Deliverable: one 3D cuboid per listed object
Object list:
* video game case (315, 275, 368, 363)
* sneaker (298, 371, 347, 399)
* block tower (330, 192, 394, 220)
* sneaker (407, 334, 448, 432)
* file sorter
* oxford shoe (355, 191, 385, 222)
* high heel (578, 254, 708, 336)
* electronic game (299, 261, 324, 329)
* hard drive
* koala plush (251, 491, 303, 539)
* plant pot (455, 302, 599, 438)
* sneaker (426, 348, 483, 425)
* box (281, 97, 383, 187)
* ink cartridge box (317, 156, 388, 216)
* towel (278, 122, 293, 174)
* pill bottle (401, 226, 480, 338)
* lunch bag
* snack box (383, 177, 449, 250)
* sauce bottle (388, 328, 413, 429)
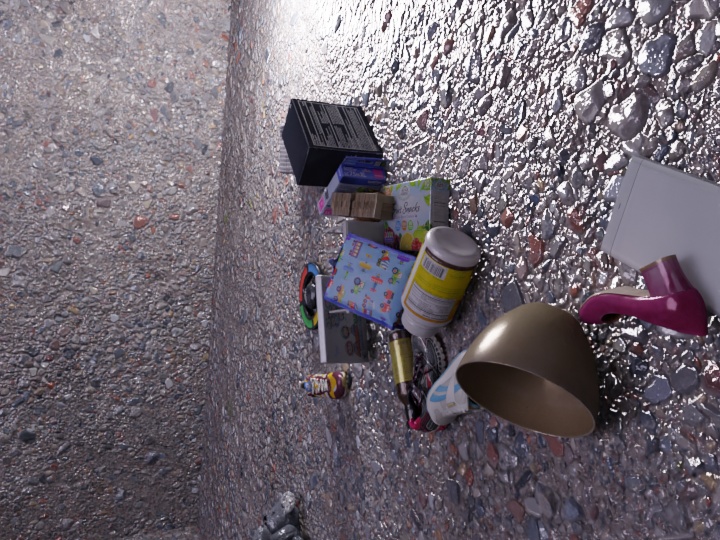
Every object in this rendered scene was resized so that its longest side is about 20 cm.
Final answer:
[{"bbox_3d":[-0.042,0.121,1.496,0.023,0.181,0.204,-11,78,32],"label":"video game case"},{"bbox_3d":[-0.105,0.320,1.709,0.200,0.088,0.077,148,119,-61],"label":"sneaker"},{"bbox_3d":[0.003,-0.145,1.393,0.199,0.057,0.055,14,98,59],"label":"block tower"},{"bbox_3d":[0.128,0.217,1.236,0.080,0.073,0.204,144,123,-59],"label":"sneaker"},{"bbox_3d":[0.000,0.000,1.428,0.124,0.136,0.205,-14,77,59],"label":"file sorter"},{"bbox_3d":[0.010,-0.134,1.503,0.200,0.070,0.073,131,132,-56],"label":"oxford shoe"},{"bbox_3d":[0.348,0.060,0.778,0.200,0.066,0.098,127,129,-61],"label":"high heel"},{"bbox_3d":[-0.145,0.076,1.859,0.199,0.041,0.205,180,90,-65],"label":"electronic game"},{"bbox_3d":[0.386,-0.046,0.747,0.200,0.026,0.134,-133,49,-55],"label":"hard drive"},{"bbox_3d":[-0.243,0.819,1.954,0.202,0.180,0.180,-86,3,-48],"label":"koala plush"},{"bbox_3d":[0.251,0.128,0.885,0.136,0.199,0.200,-61,14,-26],"label":"plant pot"},{"bbox_3d":[0.181,0.229,1.124,0.202,0.075,0.082,112,145,-41],"label":"sneaker"},{"bbox_3d":[-0.076,-0.313,1.541,0.124,0.195,0.202,116,145,-41],"label":"box"},{"bbox_3d":[-0.017,-0.198,1.502,0.201,0.117,0.043,126,137,-51],"label":"ink cartridge box"},{"bbox_3d":[-0.198,-0.381,1.934,0.199,0.084,0.169,-160,72,-63],"label":"towel"},{"bbox_3d":[0.143,0.027,1.168,0.110,0.107,0.202,-118,38,-45],"label":"pill bottle"},{"bbox_3d":[0.017,0.017,1.294,0.197,0.094,0.153,21,92,19],"label":"lunch bag"},{"bbox_3d":[0.113,-0.113,1.300,0.199,0.052,0.146,-177,89,-65],"label":"snack box"},{"bbox_3d":[0.101,0.228,1.303,0.065,0.064,0.204,140,127,-58],"label":"sauce bottle"}]
